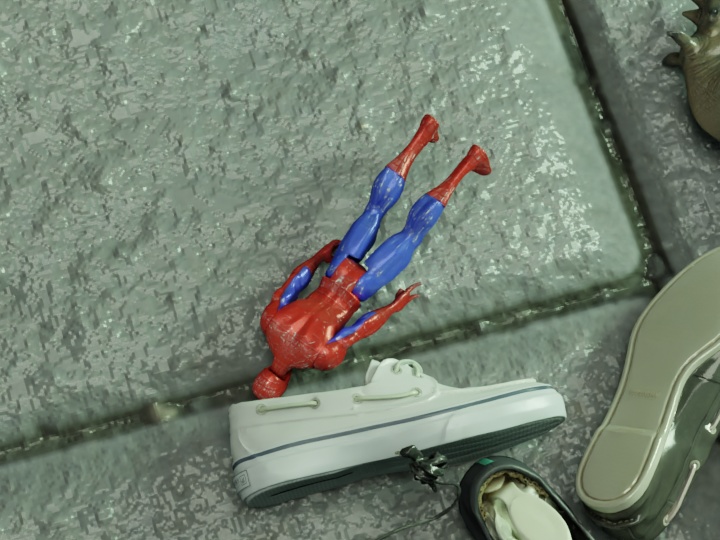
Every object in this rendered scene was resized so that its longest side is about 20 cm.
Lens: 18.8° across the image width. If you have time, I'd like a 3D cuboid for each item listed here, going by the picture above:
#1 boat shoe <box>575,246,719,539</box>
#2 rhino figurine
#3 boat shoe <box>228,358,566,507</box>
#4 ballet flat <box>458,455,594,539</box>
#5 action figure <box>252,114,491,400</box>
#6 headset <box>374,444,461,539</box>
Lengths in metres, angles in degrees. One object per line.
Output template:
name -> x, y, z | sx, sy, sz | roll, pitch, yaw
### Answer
boat shoe -> 0.190, 0.075, 1.306 | 0.067, 0.057, 0.200 | 11, 59, 39
rhino figurine -> 0.256, -0.107, 1.370 | 0.087, 0.060, 0.200 | -35, 72, -5
boat shoe -> 0.019, 0.082, 1.272 | 0.199, 0.074, 0.067 | -12, 73, -8
ballet flat -> 0.125, 0.188, 1.244 | 0.073, 0.073, 0.200 | -33, 75, -15
action figure -> 0.000, 0.000, 1.317 | 0.065, 0.052, 0.200 | 36, 76, 15
headset -> 0.007, 0.198, 1.217 | 0.123, 0.094, 0.201 | 21, 80, 3
